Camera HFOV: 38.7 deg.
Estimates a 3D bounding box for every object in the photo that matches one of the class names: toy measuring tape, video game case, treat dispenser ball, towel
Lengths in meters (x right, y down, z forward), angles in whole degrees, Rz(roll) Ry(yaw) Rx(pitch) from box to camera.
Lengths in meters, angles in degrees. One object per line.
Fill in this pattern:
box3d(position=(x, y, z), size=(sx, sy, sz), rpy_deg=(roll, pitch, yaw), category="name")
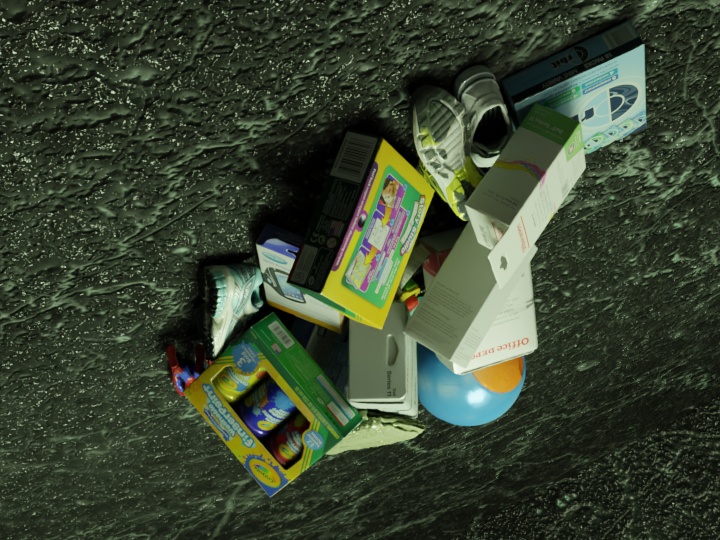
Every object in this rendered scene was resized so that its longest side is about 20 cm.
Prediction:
box3d(position=(0.070, 0.014, 1.540), size=(0.074, 0.074, 0.200), rpy_deg=(-6, 149, -30), category="toy measuring tape")
box3d(position=(-0.054, 0.140, 1.581), size=(0.181, 0.045, 0.200), rpy_deg=(25, 87, -55), category="video game case")
box3d(position=(0.183, 0.167, 1.768), size=(0.201, 0.201, 0.201), rpy_deg=(-18, 153, -10), category="treat dispenser ball")
box3d(position=(-0.019, 0.243, 1.531), size=(0.200, 0.037, 0.148), rpy_deg=(-14, 159, 33), category="towel")

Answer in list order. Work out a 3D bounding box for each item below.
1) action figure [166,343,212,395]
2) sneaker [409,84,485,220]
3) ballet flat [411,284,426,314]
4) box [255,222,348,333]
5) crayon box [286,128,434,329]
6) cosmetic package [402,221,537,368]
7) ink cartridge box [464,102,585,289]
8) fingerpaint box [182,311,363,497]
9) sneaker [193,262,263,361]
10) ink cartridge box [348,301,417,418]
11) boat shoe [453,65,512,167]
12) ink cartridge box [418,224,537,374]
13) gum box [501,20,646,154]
box3d(position=(-0.257, 0.155, 1.566), size=(0.065, 0.052, 0.200), rpy_deg=(-7, 157, -8), category="action figure")
box3d(position=(0.093, -0.144, 1.250), size=(0.074, 0.085, 0.200), rpy_deg=(-38, 131, -14), category="sneaker")
box3d(position=(0.119, 0.042, 1.635), size=(0.200, 0.075, 0.068), rpy_deg=(-30, 112, 12), category="ballet flat")
box3d(position=(-0.074, 0.008, 1.377), size=(0.119, 0.041, 0.200), rpy_deg=(22, 152, 11), category="box")
box3d(position=(0.006, -0.047, 1.264), size=(0.173, 0.058, 0.200), rpy_deg=(34, 75, -60), category="crayon box")
box3d(position=(0.153, 0.026, 1.402), size=(0.200, 0.085, 0.108), rpy_deg=(-59, 159, -2), category="cosmetic package")
box3d(position=(0.193, -0.089, 1.252), size=(0.200, 0.067, 0.117), rpy_deg=(-54, 155, -11), category="ink cartridge box")
box3d(position=(-0.126, 0.191, 1.445), size=(0.167, 0.200, 0.073), rpy_deg=(-42, 176, 29), category="fingerpaint box")
box3d(position=(-0.178, 0.059, 1.427), size=(0.086, 0.078, 0.200), rpy_deg=(-15, 153, -23), category="sneaker")
box3d(position=(0.035, 0.133, 1.487), size=(0.083, 0.147, 0.200), rpy_deg=(-1, 165, 7), category="ink cartridge box")
box3d(position=(0.152, -0.170, 1.270), size=(0.074, 0.067, 0.200), rpy_deg=(-25, 154, 4), category="boat shoe")
box3d(position=(0.177, 0.037, 1.536), size=(0.146, 0.083, 0.200), rpy_deg=(-15, 112, -16), category="ink cartridge box")
box3d(position=(0.279, -0.213, 1.316), size=(0.170, 0.045, 0.200), rpy_deg=(-25, 153, 6), category="gum box")
